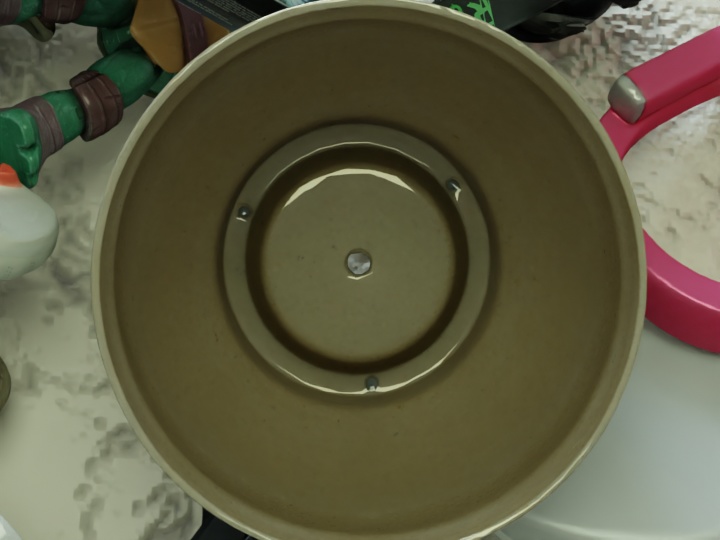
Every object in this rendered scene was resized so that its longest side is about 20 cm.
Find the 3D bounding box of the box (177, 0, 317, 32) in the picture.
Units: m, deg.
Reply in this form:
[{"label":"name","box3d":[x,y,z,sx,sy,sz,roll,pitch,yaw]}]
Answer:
[{"label":"box","box3d":[-0.082,-0.187,0.773,0.199,0.040,0.138,26,62,-38]}]

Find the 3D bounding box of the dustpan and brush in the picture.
[{"label":"dustpan and brush","box3d":[0.150,0.100,0.814,0.199,0.057,0.140,30,59,18]}]

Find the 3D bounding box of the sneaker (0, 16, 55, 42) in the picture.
[{"label":"sneaker","box3d":[-0.221,-0.077,0.865,0.200,0.070,0.076,-44,89,-11]}]

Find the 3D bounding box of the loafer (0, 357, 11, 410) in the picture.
[{"label":"loafer","box3d":[-0.233,0.083,0.800,0.199,0.068,0.076,-27,67,-29]}]

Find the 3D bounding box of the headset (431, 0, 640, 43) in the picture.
[{"label":"headset","box3d":[0.109,-0.132,0.879,0.199,0.123,0.095,-35,99,-32]}]

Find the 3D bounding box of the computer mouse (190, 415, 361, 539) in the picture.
[{"label":"computer mouse","box3d":[-0.065,0.134,0.798,0.058,0.034,0.200,36,72,12]}]

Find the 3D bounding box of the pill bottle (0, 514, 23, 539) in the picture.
[{"label":"pill bottle","box3d":[-0.206,0.167,0.742,0.104,0.104,0.200,43,73,15]}]

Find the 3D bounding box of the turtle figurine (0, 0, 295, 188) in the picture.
[{"label":"turtle figurine","box3d":[-0.074,-0.109,0.865,0.199,0.101,0.151,-20,78,-29]}]

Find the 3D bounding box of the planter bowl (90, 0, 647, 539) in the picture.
[{"label":"planter bowl","box3d":[0.000,0.000,0.770,0.198,0.135,0.202,0,94,-3]}]

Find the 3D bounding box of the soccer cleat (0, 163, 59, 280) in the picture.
[{"label":"soccer cleat","box3d":[-0.219,-0.010,0.811,0.198,0.078,0.069,5,28,4]}]

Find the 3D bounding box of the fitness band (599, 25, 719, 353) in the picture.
[{"label":"fitness band","box3d":[0.186,-0.042,0.860,0.199,0.038,0.144,-26,66,-25]}]
